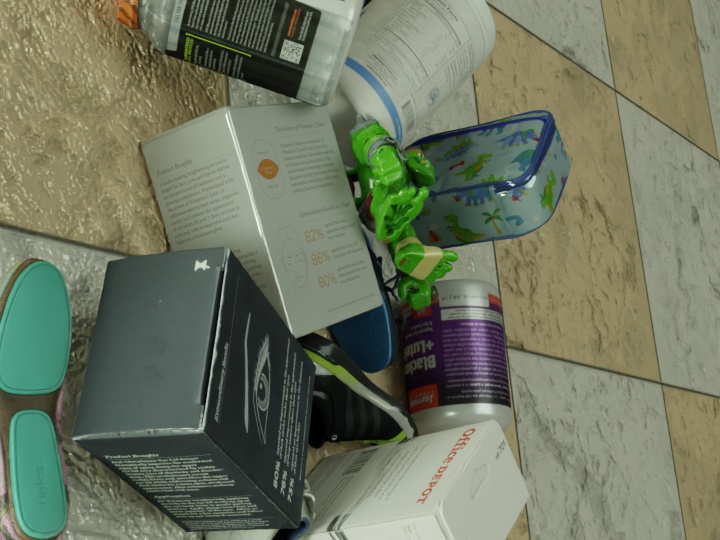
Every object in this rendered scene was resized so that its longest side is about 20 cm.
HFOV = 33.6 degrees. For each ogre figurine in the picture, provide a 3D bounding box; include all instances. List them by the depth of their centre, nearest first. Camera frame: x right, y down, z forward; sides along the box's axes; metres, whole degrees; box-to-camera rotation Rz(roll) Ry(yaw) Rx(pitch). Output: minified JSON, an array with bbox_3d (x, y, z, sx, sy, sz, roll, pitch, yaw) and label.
[{"bbox_3d":[0.029,-0.066,1.136,0.200,0.098,0.121,44,17,-46],"label":"ogre figurine"}]

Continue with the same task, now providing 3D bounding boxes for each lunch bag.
[{"bbox_3d":[0.123,-0.100,1.309,0.083,0.198,0.161,63,36,-27],"label":"lunch bag"}]

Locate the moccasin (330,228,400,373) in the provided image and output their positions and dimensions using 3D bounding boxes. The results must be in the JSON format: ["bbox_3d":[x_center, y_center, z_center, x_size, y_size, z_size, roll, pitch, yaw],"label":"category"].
[{"bbox_3d":[0.000,0.000,1.198,0.068,0.080,0.202,-22,96,-60],"label":"moccasin"}]

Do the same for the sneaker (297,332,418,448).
[{"bbox_3d":[-0.023,0.137,1.139,0.200,0.071,0.083,45,67,-34],"label":"sneaker"}]

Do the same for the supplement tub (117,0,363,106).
[{"bbox_3d":[-0.102,-0.229,1.035,0.198,0.123,0.123,18,53,-6],"label":"supplement tub"}]

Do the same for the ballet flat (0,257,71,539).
[{"bbox_3d":[-0.238,0.094,0.820,0.069,0.071,0.202,9,70,-47],"label":"ballet flat"}]

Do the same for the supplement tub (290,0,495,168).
[{"bbox_3d":[0.034,-0.211,1.233,0.200,0.131,0.133,-47,117,-27],"label":"supplement tub"}]

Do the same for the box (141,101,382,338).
[{"bbox_3d":[-0.085,-0.040,1.065,0.152,0.106,0.202,-17,91,-56],"label":"box"}]

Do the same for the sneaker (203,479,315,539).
[{"bbox_3d":[-0.073,0.189,1.005,0.074,0.086,0.202,44,44,-45],"label":"sneaker"}]

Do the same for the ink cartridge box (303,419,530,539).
[{"bbox_3d":[0.028,0.216,1.039,0.146,0.199,0.087,-43,112,-53],"label":"ink cartridge box"}]

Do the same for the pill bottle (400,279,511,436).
[{"bbox_3d":[0.103,0.120,1.268,0.111,0.111,0.202,19,61,-51],"label":"pill bottle"}]

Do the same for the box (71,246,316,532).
[{"bbox_3d":[-0.118,0.097,0.911,0.200,0.103,0.149,60,29,-53],"label":"box"}]

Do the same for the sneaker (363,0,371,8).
[{"bbox_3d":[-0.004,-0.283,1.324,0.201,0.070,0.078,57,42,-14],"label":"sneaker"}]
